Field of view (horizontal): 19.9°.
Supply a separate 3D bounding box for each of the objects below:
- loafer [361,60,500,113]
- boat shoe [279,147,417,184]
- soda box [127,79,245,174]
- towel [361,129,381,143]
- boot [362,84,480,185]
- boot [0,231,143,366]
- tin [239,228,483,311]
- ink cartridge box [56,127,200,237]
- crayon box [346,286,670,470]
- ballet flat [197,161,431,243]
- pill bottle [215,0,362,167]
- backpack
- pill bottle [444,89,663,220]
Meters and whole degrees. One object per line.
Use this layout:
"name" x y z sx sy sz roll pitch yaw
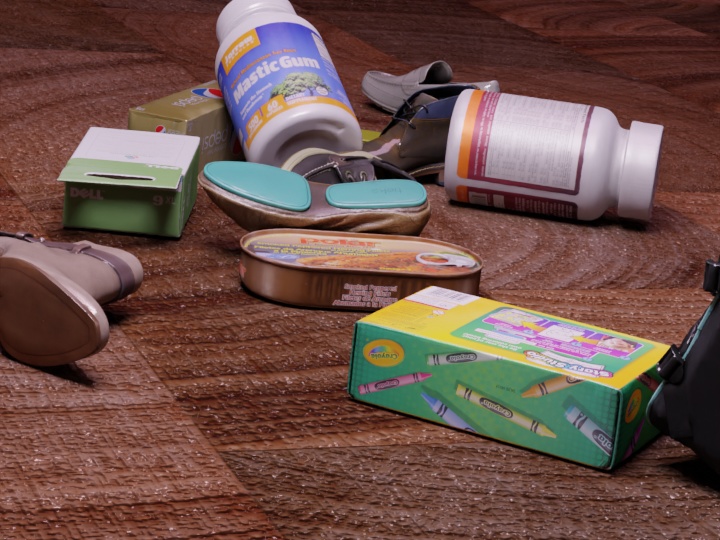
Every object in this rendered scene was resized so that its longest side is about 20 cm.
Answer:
"loafer" 0.083 -0.207 2.353 0.199 0.070 0.070 18 20 37
"boat shoe" -0.011 -0.073 1.840 0.065 0.072 0.200 8 10 26
"soda box" -0.160 -0.137 2.013 0.063 0.068 0.200 12 17 17
"towel" 0.019 -0.134 2.177 0.198 0.018 0.086 10 11 17
"boot" 0.036 -0.137 2.035 0.198 0.098 0.075 -3 18 -31
"boot" -0.210 0.013 1.468 0.199 0.071 0.146 18 17 35
"tin" 0.000 0.000 1.652 0.198 0.042 0.112 4 20 -10
"ink cartridge box" -0.200 -0.072 1.784 0.103 0.060 0.200 6 16 -1
"crayon box" 0.106 0.070 1.404 0.199 0.059 0.119 14 18 26
"ballet flat" -0.041 -0.044 1.725 0.198 0.073 0.068 4 34 -9
"pill bottle" -0.076 -0.175 1.961 0.111 0.113 0.201 -1 45 -24
"backpack" 0.308 0.053 1.337 0.153 0.177 0.199 34 29 27
"pill bottle" 0.186 -0.108 1.967 0.198 0.111 0.110 9 16 10
